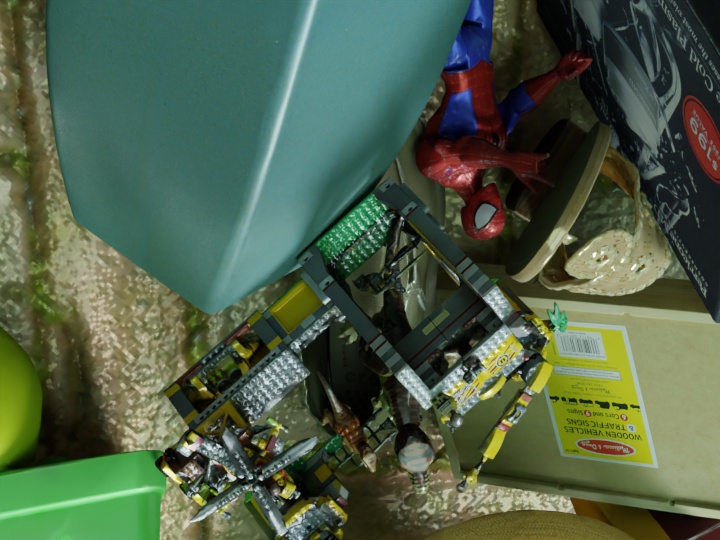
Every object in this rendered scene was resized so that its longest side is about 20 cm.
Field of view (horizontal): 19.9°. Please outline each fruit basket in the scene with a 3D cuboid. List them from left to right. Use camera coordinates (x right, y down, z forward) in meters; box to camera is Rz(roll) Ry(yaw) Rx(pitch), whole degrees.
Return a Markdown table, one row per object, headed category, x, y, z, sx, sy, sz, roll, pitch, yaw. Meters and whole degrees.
| category | x | y | z | sx | sy | sz | roll | pitch | yaw |
| --- | --- | --- | --- | --- | --- | --- | --- | --- | --- |
| fruit basket | -0.196 | 0.105 | 0.983 | 0.214 | 0.156 | 0.217 | 4 | 70 | -10 |

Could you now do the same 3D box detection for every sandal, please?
| category | x | y | z | sx | sy | sz | roll | pitch | yaw |
| --- | --- | --- | --- | --- | --- | --- | --- | --- | --- |
| sandal | 0.114 | -0.023 | 0.958 | 0.069 | 0.212 | 0.078 | 33 | 100 | -5 |

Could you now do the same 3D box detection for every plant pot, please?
| category | x | y | z | sx | sy | sz | roll | pitch | yaw |
| --- | --- | --- | --- | --- | --- | --- | --- | --- | --- |
| plant pot | -0.049 | -0.094 | 0.897 | 0.141 | 0.141 | 0.201 | -30 | 145 | -47 |

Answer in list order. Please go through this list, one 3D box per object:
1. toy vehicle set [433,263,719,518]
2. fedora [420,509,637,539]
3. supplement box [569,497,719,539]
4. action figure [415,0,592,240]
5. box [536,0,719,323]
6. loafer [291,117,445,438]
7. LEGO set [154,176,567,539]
| category | x | y | z | sx | sy | sz | roll | pitch | yaw |
| --- | --- | --- | --- | --- | --- | --- | --- | --- | --- |
| toy vehicle set | 0.122 | 0.060 | 1.029 | 0.027 | 0.199 | 0.125 | -46 | 130 | -43 |
| fedora | 0.065 | 0.197 | 1.027 | 0.199 | 0.082 | 0.202 | -3 | 106 | -11 |
| supplement box | 0.243 | 0.154 | 1.130 | 0.199 | 0.133 | 0.198 | -27 | 119 | -5 |
| action figure | 0.065 | -0.110 | 0.947 | 0.065 | 0.099 | 0.201 | -19 | 109 | -45 |
| box | 0.164 | -0.113 | 0.911 | 0.104 | 0.201 | 0.182 | -22 | 152 | -7 |
| loafer | 0.000 | 0.000 | 1.004 | 0.075 | 0.068 | 0.201 | 4 | 120 | 23 |
| LEGO set | 0.014 | 0.067 | 0.925 | 0.199 | 0.116 | 0.154 | -35 | 132 | -6 |
